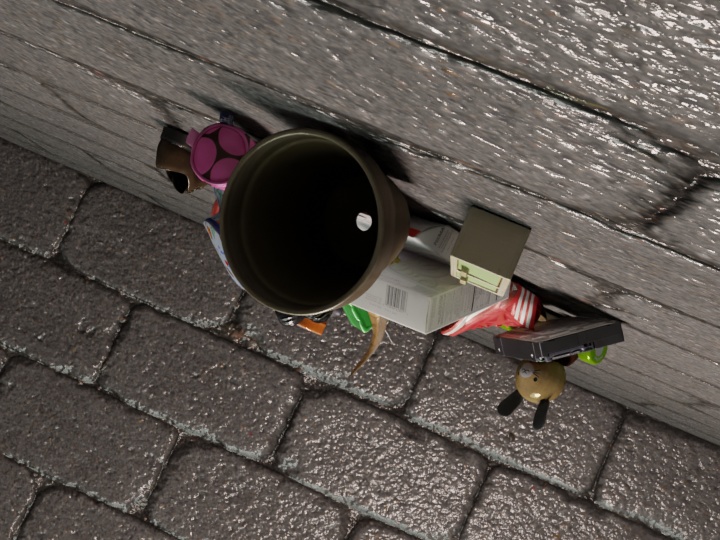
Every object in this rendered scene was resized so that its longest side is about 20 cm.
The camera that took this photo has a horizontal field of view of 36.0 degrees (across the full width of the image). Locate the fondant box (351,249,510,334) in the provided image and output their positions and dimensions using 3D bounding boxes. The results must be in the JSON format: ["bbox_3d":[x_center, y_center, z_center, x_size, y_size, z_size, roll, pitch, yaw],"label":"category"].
[{"bbox_3d":[0.097,0.017,1.536,0.144,0.058,0.200,21,-156,35],"label":"fondant box"}]

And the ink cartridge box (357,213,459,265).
[{"bbox_3d":[0.035,-0.071,1.482,0.162,0.057,0.200,20,171,38],"label":"ink cartridge box"}]

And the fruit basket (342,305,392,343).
[{"bbox_3d":[0.000,0.000,1.753,0.200,0.093,0.186,-99,-17,-64],"label":"fruit basket"}]

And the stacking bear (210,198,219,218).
[{"bbox_3d":[-0.178,-0.096,1.909,0.113,0.122,0.200,-18,-178,10],"label":"stacking bear"}]

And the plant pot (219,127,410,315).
[{"bbox_3d":[-0.029,-0.056,1.248,0.199,0.201,0.173,22,-167,24],"label":"plant pot"}]

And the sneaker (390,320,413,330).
[{"bbox_3d":[0.063,0.026,1.891,0.078,0.085,0.200,28,-156,-28],"label":"sneaker"}]

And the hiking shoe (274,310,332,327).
[{"bbox_3d":[-0.073,0.045,1.735,0.075,0.200,0.101,-16,113,23],"label":"hiking shoe"}]

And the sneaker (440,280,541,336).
[{"bbox_3d":[0.213,0.078,1.762,0.115,0.079,0.200,28,154,-10],"label":"sneaker"}]

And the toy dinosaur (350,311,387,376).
[{"bbox_3d":[0.031,0.055,1.654,0.106,0.201,0.060,-2,-161,11],"label":"toy dinosaur"}]

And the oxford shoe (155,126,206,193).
[{"bbox_3d":[-0.269,-0.160,1.777,0.072,0.085,0.200,19,176,29],"label":"oxford shoe"}]

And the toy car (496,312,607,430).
[{"bbox_3d":[0.313,0.176,1.974,0.158,0.201,0.164,27,174,-40],"label":"toy car"}]

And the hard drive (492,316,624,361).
[{"bbox_3d":[0.306,0.106,1.743,0.139,0.038,0.200,-13,-177,-13],"label":"hard drive"}]

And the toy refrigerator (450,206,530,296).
[{"bbox_3d":[0.153,-0.017,1.343,0.076,0.070,0.200,23,176,7],"label":"toy refrigerator"}]

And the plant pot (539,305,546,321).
[{"bbox_3d":[0.225,0.034,1.865,0.199,0.028,0.200,24,175,2],"label":"plant pot"}]

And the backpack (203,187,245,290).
[{"bbox_3d":[-0.147,-0.063,1.649,0.200,0.154,0.191,10,124,65],"label":"backpack"}]

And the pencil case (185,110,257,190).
[{"bbox_3d":[-0.141,-0.131,1.419,0.093,0.091,0.200,22,178,22],"label":"pencil case"}]

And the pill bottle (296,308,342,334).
[{"bbox_3d":[-0.060,0.007,1.893,0.106,0.201,0.106,23,175,2],"label":"pill bottle"}]
